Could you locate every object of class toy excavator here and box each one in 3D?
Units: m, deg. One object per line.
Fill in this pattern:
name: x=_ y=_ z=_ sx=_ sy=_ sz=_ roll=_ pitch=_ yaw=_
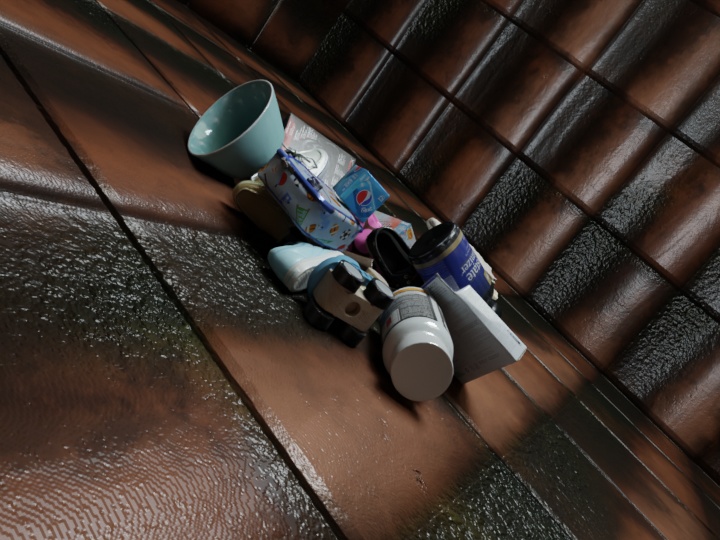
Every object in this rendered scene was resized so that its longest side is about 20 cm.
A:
toy excavator: x=-0.010 y=0.026 z=0.955 sx=0.192 sy=0.101 sz=0.201 roll=31 pitch=18 yaw=-30

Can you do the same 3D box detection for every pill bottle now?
pill bottle: x=0.087 y=0.113 z=0.925 sx=0.115 sy=0.117 sz=0.201 roll=36 pitch=15 yaw=-11
pill bottle: x=0.183 y=0.020 z=1.094 sx=0.202 sy=0.110 sz=0.112 roll=54 pitch=10 yaw=-17

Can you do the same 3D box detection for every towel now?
towel: x=0.215 y=-0.041 z=1.241 sx=0.131 sy=0.035 sz=0.201 roll=34 pitch=17 yaw=-25

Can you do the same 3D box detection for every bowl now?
bowl: x=-0.223 y=-0.257 z=1.119 sx=0.106 sy=0.199 sz=0.202 roll=51 pitch=4 yaw=-40

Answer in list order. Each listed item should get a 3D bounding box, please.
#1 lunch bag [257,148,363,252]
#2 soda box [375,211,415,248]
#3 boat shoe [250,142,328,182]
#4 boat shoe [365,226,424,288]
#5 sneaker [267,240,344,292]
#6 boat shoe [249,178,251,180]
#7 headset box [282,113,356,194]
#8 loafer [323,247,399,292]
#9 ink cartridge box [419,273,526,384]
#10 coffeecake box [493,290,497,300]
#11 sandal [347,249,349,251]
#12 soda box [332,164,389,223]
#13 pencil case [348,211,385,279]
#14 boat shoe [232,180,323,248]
lunch bag: x=-0.085 y=-0.120 z=0.988 sx=0.161 sy=0.075 sz=0.199 roll=51 pitch=8 yaw=26
soda box: x=0.037 y=-0.087 z=1.313 sx=0.198 sy=0.063 sz=0.070 roll=26 pitch=-33 yaw=46
boat shoe: x=-0.131 y=-0.195 z=1.078 sx=0.074 sy=0.087 sz=0.201 roll=36 pitch=53 yaw=23
boat shoe: x=0.084 y=0.004 z=1.132 sx=0.203 sy=0.073 sz=0.063 roll=54 pitch=-15 yaw=-5
sneaker: x=-0.085 y=-0.020 z=0.960 sx=0.082 sy=0.074 sz=0.199 roll=45 pitch=14 yaw=13
boat shoe: x=-0.128 y=-0.141 z=1.139 sx=0.195 sy=0.071 sz=0.072 roll=20 pitch=41 yaw=-20
headset box: x=-0.118 y=-0.216 z=1.222 sx=0.197 sy=0.077 sz=0.152 roll=29 pitch=56 yaw=-25
loafer: x=0.000 y=0.000 z=1.118 sx=0.199 sy=0.071 sz=0.073 roll=41 pitch=15 yaw=3
ink cartridge box: x=0.173 y=0.103 z=1.051 sx=0.200 sy=0.041 sz=0.200 roll=47 pitch=-29 yaw=2
coffeecake box: x=0.176 y=0.046 z=1.266 sx=0.199 sy=0.155 sz=0.073 roll=41 pitch=14 yaw=7
sandal: x=-0.069 y=-0.080 z=1.216 sx=0.200 sy=0.050 sz=0.083 roll=31 pitch=17 yaw=-31
soda box: x=-0.004 y=-0.146 z=1.075 sx=0.064 sy=0.068 sz=0.200 roll=45 pitch=4 yaw=-14
pencil case: x=0.036 y=-0.039 z=1.195 sx=0.202 sy=0.093 sz=0.091 roll=52 pitch=33 yaw=-5
boat shoe: x=-0.139 y=-0.081 z=1.020 sx=0.198 sy=0.072 sz=0.077 roll=33 pitch=27 yaw=-29
